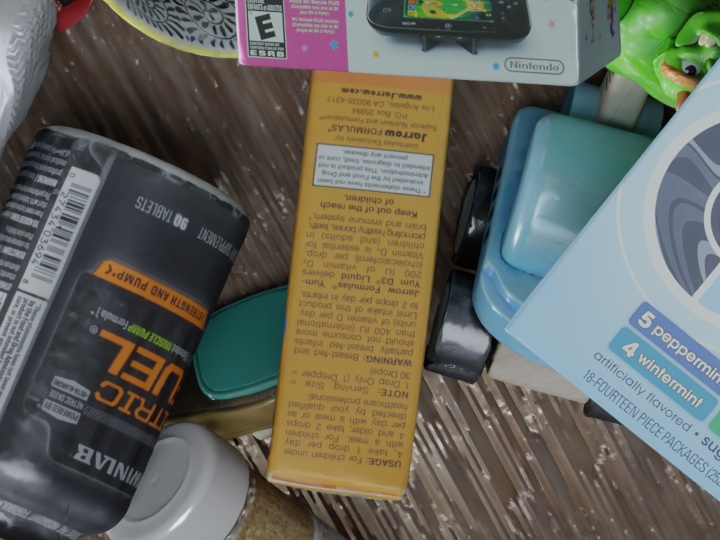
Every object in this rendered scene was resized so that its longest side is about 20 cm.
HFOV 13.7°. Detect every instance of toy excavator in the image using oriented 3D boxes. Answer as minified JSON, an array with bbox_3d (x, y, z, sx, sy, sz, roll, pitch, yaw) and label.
[{"bbox_3d":[0.111,-0.060,1.308,0.100,0.194,0.200,17,140,-4],"label":"toy excavator"}]

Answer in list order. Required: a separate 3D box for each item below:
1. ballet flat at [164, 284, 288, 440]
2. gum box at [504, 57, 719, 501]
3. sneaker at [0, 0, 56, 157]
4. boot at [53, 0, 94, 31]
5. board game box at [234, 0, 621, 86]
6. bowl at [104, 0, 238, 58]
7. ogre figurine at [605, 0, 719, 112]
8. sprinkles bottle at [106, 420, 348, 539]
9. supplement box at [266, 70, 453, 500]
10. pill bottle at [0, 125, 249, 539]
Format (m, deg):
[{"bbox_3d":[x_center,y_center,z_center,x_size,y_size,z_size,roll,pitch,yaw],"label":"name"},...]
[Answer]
[{"bbox_3d":[-0.074,0.058,1.404,0.200,0.069,0.063,-17,138,12],"label":"ballet flat"},{"bbox_3d":[0.183,-0.003,1.155,0.170,0.045,0.200,39,108,3],"label":"gum box"},{"bbox_3d":[-0.215,-0.065,1.329,0.114,0.075,0.200,27,127,-6],"label":"sneaker"},{"bbox_3d":[-0.185,-0.166,1.306,0.200,0.072,0.144,-7,113,2],"label":"boot"},{"bbox_3d":[0.023,-0.178,1.150,0.148,0.064,0.200,5,108,22],"label":"board game box"},{"bbox_3d":[-0.066,-0.196,1.239,0.201,0.094,0.201,-13,113,-32],"label":"bowl"},{"bbox_3d":[0.150,-0.120,1.216,0.200,0.098,0.120,30,100,-42],"label":"ogre figurine"},{"bbox_3d":[-0.029,0.148,1.394,0.068,0.068,0.200,-38,125,16],"label":"sprinkles bottle"},{"bbox_3d":[0.000,0.000,1.322,0.069,0.067,0.200,4,85,0],"label":"supplement box"},{"bbox_3d":[-0.134,0.045,1.327,0.106,0.106,0.200,24,83,-7],"label":"pill bottle"}]
